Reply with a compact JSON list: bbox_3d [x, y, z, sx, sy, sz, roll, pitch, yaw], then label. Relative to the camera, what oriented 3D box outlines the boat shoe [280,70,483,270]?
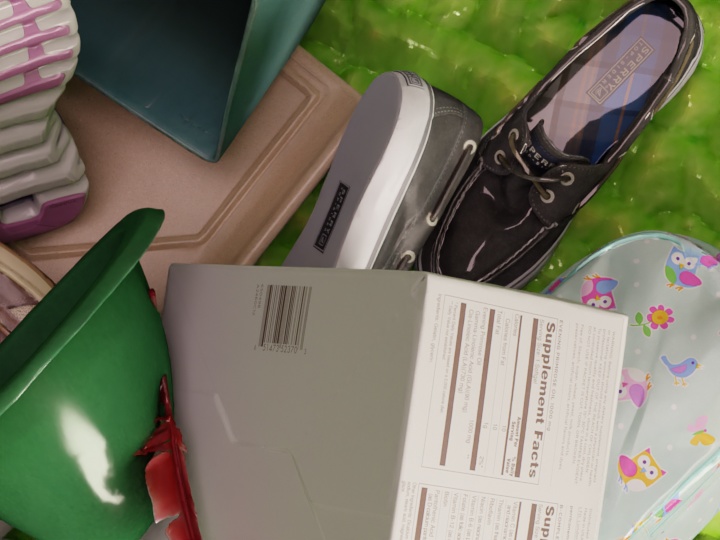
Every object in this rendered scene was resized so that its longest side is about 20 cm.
[{"bbox_3d":[0.000,0.000,1.108,0.056,0.069,0.201,18,105,-28],"label":"boat shoe"}]

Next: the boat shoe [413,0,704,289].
[{"bbox_3d":[0.099,-0.061,1.112,0.200,0.066,0.070,-45,82,-1],"label":"boat shoe"}]

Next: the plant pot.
[{"bbox_3d":[-0.065,-0.190,1.089,0.141,0.142,0.200,33,59,7],"label":"plant pot"}]

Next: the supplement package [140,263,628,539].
[{"bbox_3d":[0.001,0.082,0.961,0.110,0.199,0.157,12,84,-36],"label":"supplement package"}]

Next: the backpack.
[{"bbox_3d":[0.116,0.077,1.067,0.200,0.127,0.167,-41,79,-4],"label":"backpack"}]

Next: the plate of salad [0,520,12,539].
[{"bbox_3d":[-0.246,0.060,1.111,0.198,0.048,0.202,10,64,-21],"label":"plate of salad"}]

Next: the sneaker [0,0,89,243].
[{"bbox_3d":[-0.179,-0.097,1.057,0.080,0.201,0.089,-16,61,-13],"label":"sneaker"}]

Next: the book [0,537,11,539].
[{"bbox_3d":[-0.145,0.157,1.024,0.133,0.200,0.048,16,85,24],"label":"book"}]

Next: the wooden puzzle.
[{"bbox_3d":[-0.122,-0.069,1.150,0.200,0.037,0.185,39,88,12],"label":"wooden puzzle"}]

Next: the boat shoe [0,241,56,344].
[{"bbox_3d":[-0.172,0.041,1.084,0.199,0.072,0.072,36,70,0],"label":"boat shoe"}]

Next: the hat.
[{"bbox_3d":[-0.092,0.099,0.977,0.176,0.165,0.200,44,45,-10],"label":"hat"}]
